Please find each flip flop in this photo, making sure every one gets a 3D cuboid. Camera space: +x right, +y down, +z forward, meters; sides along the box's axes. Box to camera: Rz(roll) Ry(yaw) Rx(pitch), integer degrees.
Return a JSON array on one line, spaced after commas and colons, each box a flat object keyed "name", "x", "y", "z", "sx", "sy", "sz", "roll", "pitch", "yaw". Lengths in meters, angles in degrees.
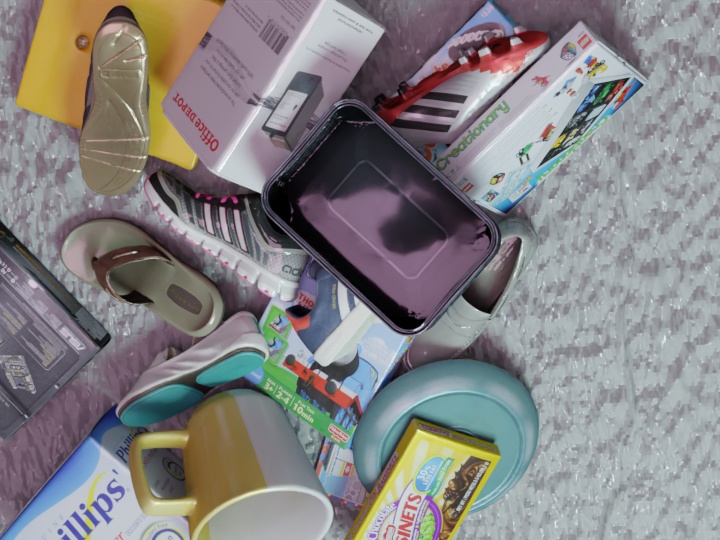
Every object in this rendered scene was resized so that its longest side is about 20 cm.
[{"name": "flip flop", "x": -0.231, "y": 0.008, "z": 1.768, "sx": 0.199, "sy": 0.057, "sz": 0.082, "roll": 30, "pitch": 107, "yaw": 21}]

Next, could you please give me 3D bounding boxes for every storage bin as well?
[{"name": "storage bin", "x": 0.021, "y": -0.048, "z": 1.582, "sx": 0.200, "sy": 0.094, "sz": 0.135, "roll": 42, "pitch": 94, "yaw": 4}]

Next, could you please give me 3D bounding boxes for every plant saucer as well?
[{"name": "plant saucer", "x": 0.091, "y": 0.183, "z": 1.760, "sx": 0.198, "sy": 0.027, "sz": 0.202, "roll": -5, "pitch": 121, "yaw": -9}]

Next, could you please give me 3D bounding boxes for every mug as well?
[{"name": "mug", "x": -0.128, "y": 0.200, "z": 1.750, "sx": 0.149, "sy": 0.154, "sz": 0.186, "roll": -33, "pitch": 140, "yaw": 17}]

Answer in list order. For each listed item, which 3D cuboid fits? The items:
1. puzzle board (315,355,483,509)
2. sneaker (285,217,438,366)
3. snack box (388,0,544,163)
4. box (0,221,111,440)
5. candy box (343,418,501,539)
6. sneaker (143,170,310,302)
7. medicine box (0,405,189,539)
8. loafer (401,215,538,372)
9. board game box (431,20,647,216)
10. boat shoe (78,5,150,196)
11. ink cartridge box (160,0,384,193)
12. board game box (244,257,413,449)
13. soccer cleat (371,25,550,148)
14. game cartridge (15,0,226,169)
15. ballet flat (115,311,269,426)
[{"name": "puzzle board", "x": 0.043, "y": 0.171, "z": 1.809, "sx": 0.149, "sy": 0.017, "sz": 0.202, "roll": 18, "pitch": 106, "yaw": 3}, {"name": "sneaker", "x": 0.000, "y": 0.000, "z": 1.681, "sx": 0.085, "sy": 0.075, "sz": 0.200, "roll": 45, "pitch": 108, "yaw": 10}, {"name": "snack box", "x": 0.098, "y": -0.160, "z": 1.703, "sx": 0.116, "sy": 0.037, "sz": 0.200, "roll": 45, "pitch": 106, "yaw": -4}, {"name": "box", "x": -0.391, "y": 0.057, "z": 1.825, "sx": 0.158, "sy": 0.048, "sz": 0.200, "roll": -43, "pitch": 95, "yaw": 17}, {"name": "candy box", "x": 0.055, "y": 0.249, "z": 1.760, "sx": 0.102, "sy": 0.026, "sz": 0.201, "roll": 20, "pitch": 114, "yaw": -19}, {"name": "sneaker", "x": -0.128, "y": -0.055, "z": 1.742, "sx": 0.199, "sy": 0.074, "sz": 0.088, "roll": 35, "pitch": 97, "yaw": 12}, {"name": "medicine box", "x": -0.258, "y": 0.285, "z": 1.838, "sx": 0.200, "sy": 0.103, "sz": 0.182, "roll": 41, "pitch": 106, "yaw": -5}, {"name": "loafer", "x": 0.106, "y": 0.030, "z": 1.731, "sx": 0.070, "sy": 0.070, "sz": 0.201, "roll": 35, "pitch": 104, "yaw": 2}, {"name": "board game box", "x": 0.175, "y": -0.143, "z": 1.653, "sx": 0.200, "sy": 0.126, "sz": 0.035, "roll": -43, "pitch": 60, "yaw": 15}, {"name": "boat shoe", "x": -0.242, "y": -0.170, "z": 1.707, "sx": 0.071, "sy": 0.065, "sz": 0.201, "roll": 5, "pitch": 125, "yaw": -4}, {"name": "ink cartridge box", "x": -0.089, "y": -0.195, "z": 1.650, "sx": 0.084, "sy": 0.146, "sz": 0.201, "roll": 23, "pitch": 107, "yaw": -40}, {"name": "board game box", "x": -0.024, "y": 0.059, "z": 1.758, "sx": 0.151, "sy": 0.037, "sz": 0.201, "roll": 34, "pitch": 107, "yaw": 18}, {"name": "soccer cleat", "x": 0.102, "y": -0.166, "z": 1.650, "sx": 0.199, "sy": 0.069, "sz": 0.086, "roll": -27, "pitch": 108, "yaw": 17}, {"name": "game cartridge", "x": -0.236, "y": -0.218, "z": 1.742, "sx": 0.198, "sy": 0.032, "sz": 0.178, "roll": 20, "pitch": 107, "yaw": 0}, {"name": "ballet flat", "x": -0.177, "y": 0.101, "z": 1.796, "sx": 0.199, "sy": 0.069, "sz": 0.070, "roll": -28, "pitch": 99, "yaw": 28}]
